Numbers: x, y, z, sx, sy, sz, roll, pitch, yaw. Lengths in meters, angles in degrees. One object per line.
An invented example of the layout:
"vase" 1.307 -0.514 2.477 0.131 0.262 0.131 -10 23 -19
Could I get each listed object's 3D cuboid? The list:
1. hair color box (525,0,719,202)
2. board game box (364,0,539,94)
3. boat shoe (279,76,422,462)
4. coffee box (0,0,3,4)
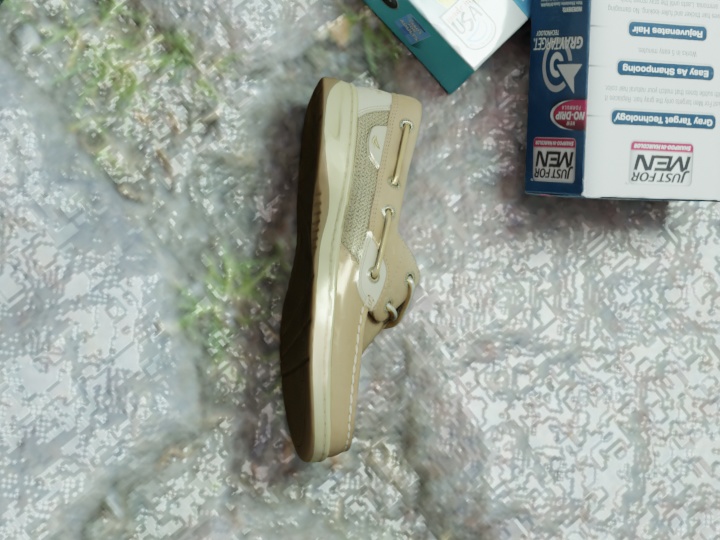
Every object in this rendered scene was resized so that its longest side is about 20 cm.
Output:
"hair color box" 0.144 -0.137 1.424 0.100 0.060 0.201 1 92 -29
"board game box" 0.036 -0.219 1.456 0.200 0.047 0.151 46 70 -2
"boat shoe" 0.000 0.000 1.382 0.064 0.071 0.201 8 74 -13
"coffee box" -0.204 -0.246 1.396 0.122 0.044 0.201 20 73 -11
